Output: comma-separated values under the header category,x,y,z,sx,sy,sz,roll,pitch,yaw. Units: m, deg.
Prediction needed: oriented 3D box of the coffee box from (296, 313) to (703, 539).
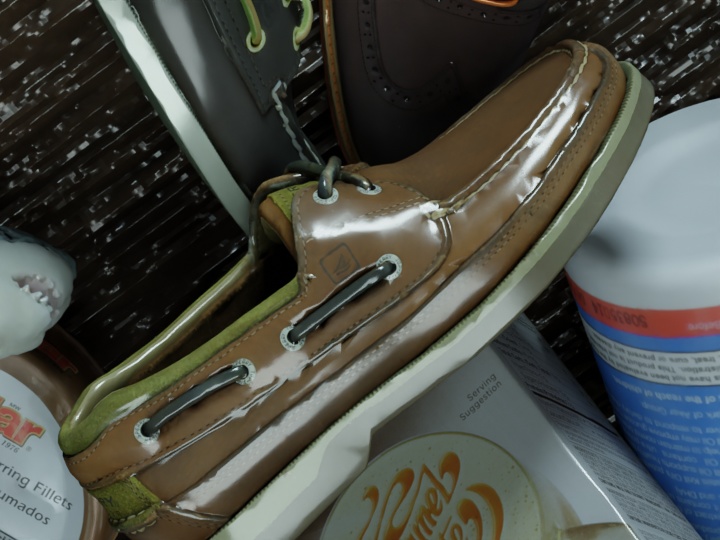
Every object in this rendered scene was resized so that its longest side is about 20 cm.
category,x,y,z,sx,sy,sz,roll,pitch,yaw
coffee box,0.038,0.096,0.906,0.114,0.200,0.080,-45,149,11

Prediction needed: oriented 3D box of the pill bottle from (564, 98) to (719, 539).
category,x,y,z,sx,sy,sz,roll,pitch,yaw
pill bottle,0.142,0.052,0.957,0.112,0.112,0.201,-21,118,-1

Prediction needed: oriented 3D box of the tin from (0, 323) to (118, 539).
category,x,y,z,sx,sy,sz,roll,pitch,yaw
tin,-0.150,0.100,0.946,0.112,0.042,0.201,29,109,-6

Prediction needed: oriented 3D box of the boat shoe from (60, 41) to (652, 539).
category,x,y,z,sx,sy,sz,roll,pitch,yaw
boat shoe,0.000,0.000,0.843,0.068,0.072,0.200,45,79,-13

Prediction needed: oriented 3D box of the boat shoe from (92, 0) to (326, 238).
category,x,y,z,sx,sy,sz,roll,pitch,yaw
boat shoe,-0.049,-0.084,0.869,0.060,0.072,0.202,-34,124,0

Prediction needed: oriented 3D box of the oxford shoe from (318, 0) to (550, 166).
category,x,y,z,sx,sy,sz,roll,pitch,yaw
oxford shoe,0.033,-0.105,0.875,0.071,0.073,0.201,4,116,-14

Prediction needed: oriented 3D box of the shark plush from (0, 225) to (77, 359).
category,x,y,z,sx,sy,sz,roll,pitch,yaw
shark plush,-0.189,-0.001,0.880,0.199,0.083,0.091,8,128,9
